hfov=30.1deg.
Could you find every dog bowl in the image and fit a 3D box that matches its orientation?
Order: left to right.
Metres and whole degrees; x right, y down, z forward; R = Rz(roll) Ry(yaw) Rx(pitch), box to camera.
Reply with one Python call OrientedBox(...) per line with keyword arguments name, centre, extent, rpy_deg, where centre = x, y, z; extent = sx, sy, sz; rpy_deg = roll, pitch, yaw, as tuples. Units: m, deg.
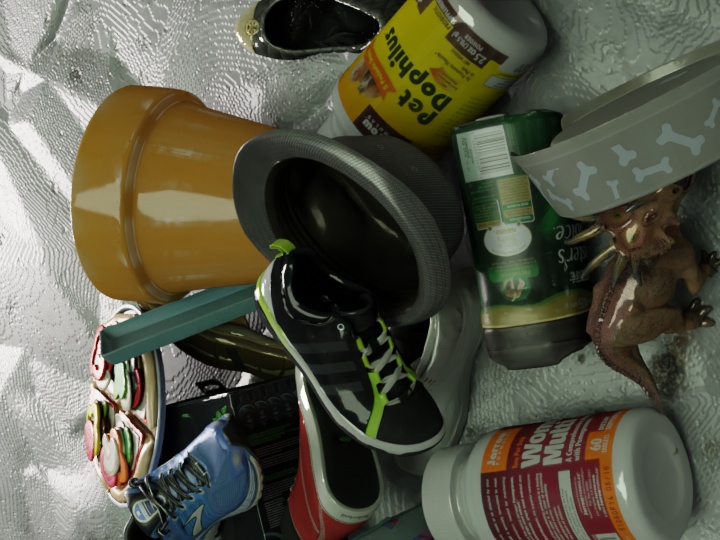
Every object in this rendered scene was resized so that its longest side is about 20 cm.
OrientedBox(name="dog bowl", centre=(0.207, -0.102, 0.943), extent=(0.200, 0.200, 0.059), rpy_deg=(-21, 100, 37))

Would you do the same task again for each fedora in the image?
OrientedBox(name="fedora", centre=(0.003, -0.049, 1.059), extent=(0.200, 0.090, 0.177), rpy_deg=(27, 140, 25))

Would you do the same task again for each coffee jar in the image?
OrientedBox(name="coffee jar", centre=(0.133, -0.024, 1.061), extent=(0.085, 0.104, 0.200), rpy_deg=(-9, 92, 24))

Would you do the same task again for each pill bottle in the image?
OrientedBox(name="pill bottle", centre=(0.052, -0.155, 1.099), extent=(0.200, 0.109, 0.109), rpy_deg=(-45, 70, 33))
OrientedBox(name="pill bottle", centre=(0.154, 0.175, 1.074), extent=(0.200, 0.109, 0.110), rpy_deg=(-14, 89, 38))

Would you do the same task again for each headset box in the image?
OrientedBox(name="headset box", centre=(-0.113, 0.198, 1.271), extent=(0.174, 0.093, 0.200), rpy_deg=(-15, 88, 51))

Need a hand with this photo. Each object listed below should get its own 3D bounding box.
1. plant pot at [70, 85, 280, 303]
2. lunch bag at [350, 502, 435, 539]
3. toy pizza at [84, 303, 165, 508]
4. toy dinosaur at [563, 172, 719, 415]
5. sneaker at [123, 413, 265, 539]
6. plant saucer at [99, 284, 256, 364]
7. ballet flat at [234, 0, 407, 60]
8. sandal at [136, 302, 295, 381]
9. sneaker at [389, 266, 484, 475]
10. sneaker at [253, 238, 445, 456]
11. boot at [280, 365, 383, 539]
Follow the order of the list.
OrientedBox(name="plant pot", centre=(-0.132, -0.063, 1.217), extent=(0.183, 0.200, 0.201), rpy_deg=(6, 101, 20))
OrientedBox(name="lunch bag", centre=(0.051, 0.286, 1.112), extent=(0.160, 0.200, 0.077), rpy_deg=(51, 126, 17))
OrientedBox(name="toy pizza", centre=(-0.240, 0.133, 1.315), extent=(0.200, 0.032, 0.201), rpy_deg=(-11, 77, 60))
OrientedBox(name="toy dinosaur", centre=(0.202, 0.012, 0.994), extent=(0.086, 0.135, 0.200), rpy_deg=(17, 108, 34))
OrientedBox(name="sneaker", centre=(-0.152, 0.199, 1.174), extent=(0.079, 0.089, 0.200), rpy_deg=(56, 136, 22))
OrientedBox(name="plant saucer", centre=(-0.145, 0.037, 1.239), extent=(0.070, 0.200, 0.019), rpy_deg=(-124, 14, -69))
OrientedBox(name="ballet flat", centre=(-0.038, -0.223, 1.190), extent=(0.200, 0.057, 0.067), rpy_deg=(3, 98, 37))
OrientedBox(name="sandal", centre=(-0.124, 0.060, 1.297), extent=(0.200, 0.054, 0.080), rpy_deg=(16, 150, 19))
OrientedBox(name="sneaker", centre=(0.044, 0.096, 1.142), extent=(0.074, 0.116, 0.200), rpy_deg=(26, 113, 29))
OrientedBox(name="sneaker", centre=(-0.007, 0.060, 1.033), extent=(0.200, 0.072, 0.083), rpy_deg=(44, 143, 5))
OrientedBox(name="boot", centre=(-0.037, 0.151, 1.165), extent=(0.144, 0.072, 0.200), rpy_deg=(121, 151, -50))
